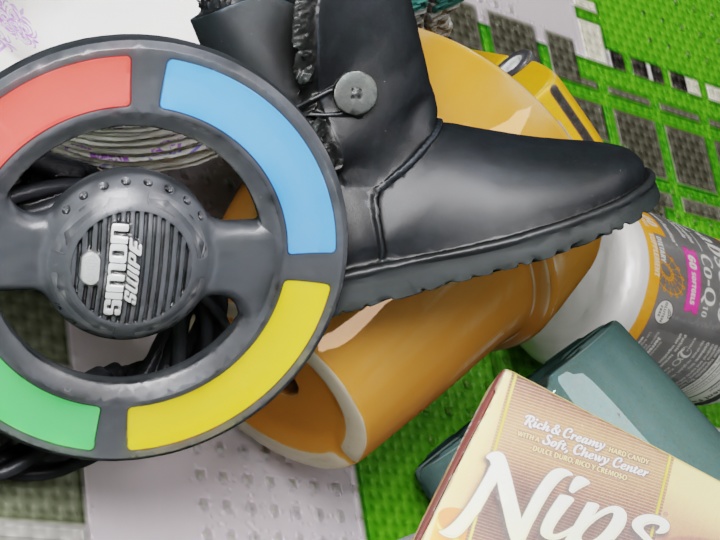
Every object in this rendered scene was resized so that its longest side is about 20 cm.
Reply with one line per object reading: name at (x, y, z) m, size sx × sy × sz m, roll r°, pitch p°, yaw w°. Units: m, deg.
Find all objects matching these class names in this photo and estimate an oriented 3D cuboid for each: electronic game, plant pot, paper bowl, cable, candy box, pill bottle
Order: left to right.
cable at (-0.150, 0.026, 0.898) m, size 0.200 × 0.051 × 0.163 m, roll 17°, pitch 96°, yaw -33°
electronic game at (-0.103, -0.007, 0.846) m, size 0.200 × 0.200 × 0.042 m, roll 37°, pitch 10°, yaw -25°
paper bowl at (-0.107, -0.144, 1.009) m, size 0.104 × 0.200 × 0.201 m, roll 71°, pitch 14°, yaw -61°
plant pot at (0.000, 0.000, 1.036) m, size 0.200 × 0.200 × 0.183 m, roll 48°, pitch 58°, yaw -15°
plant pot at (0.146, 0.148, 1.096) m, size 0.196 × 0.200 × 0.200 m, roll 53°, pitch 41°, yaw 2°
candy box at (0.132, 0.149, 0.974) m, size 0.200 × 0.055 × 0.116 m, roll 28°, pitch 71°, yaw 3°
pill bottle at (0.201, 0.026, 1.265) m, size 0.200 × 0.116 × 0.117 m, roll 16°, pitch 57°, yaw -39°

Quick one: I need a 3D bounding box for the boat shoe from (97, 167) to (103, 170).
boat shoe at (-0.188, -0.041, 0.939) m, size 0.200 × 0.073 × 0.075 m, roll 11°, pitch 61°, yaw -42°

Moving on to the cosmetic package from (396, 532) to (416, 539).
cosmetic package at (-0.004, 0.211, 0.986) m, size 0.200 × 0.071 × 0.102 m, roll -22°, pitch 84°, yaw -50°

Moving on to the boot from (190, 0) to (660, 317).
boot at (0.033, -0.080, 0.910) m, size 0.200 × 0.076 × 0.168 m, roll -16°, pitch 101°, yaw -7°

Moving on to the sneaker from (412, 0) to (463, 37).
sneaker at (0.010, -0.170, 1.112) m, size 0.077 × 0.200 × 0.091 m, roll -23°, pitch 83°, yaw -17°

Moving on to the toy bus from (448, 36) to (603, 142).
toy bus at (0.074, -0.088, 1.164) m, size 0.078 × 0.200 × 0.065 m, roll -43°, pitch 113°, yaw -10°
